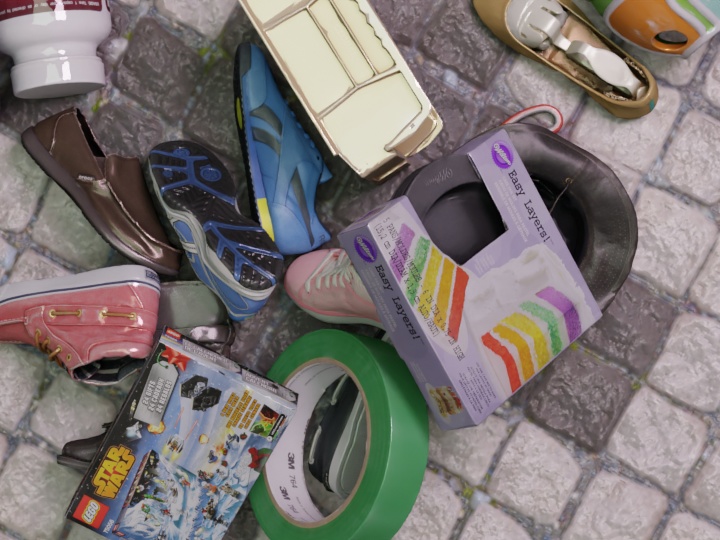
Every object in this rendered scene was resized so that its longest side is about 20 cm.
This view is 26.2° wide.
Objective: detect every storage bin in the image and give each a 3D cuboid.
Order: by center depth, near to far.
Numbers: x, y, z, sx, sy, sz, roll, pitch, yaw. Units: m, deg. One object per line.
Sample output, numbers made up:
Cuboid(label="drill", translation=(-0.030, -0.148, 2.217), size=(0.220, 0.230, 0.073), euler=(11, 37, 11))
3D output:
Cuboid(label="storage bin", translation=(-0.012, -0.182, 1.366), size=(0.093, 0.200, 0.199), euler=(-32, 88, 5))

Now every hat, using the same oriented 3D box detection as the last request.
Cuboid(label="hat", translation=(0.146, -0.035, 1.412), size=(0.199, 0.081, 0.202), euler=(0, 95, -6))

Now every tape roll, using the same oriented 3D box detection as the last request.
Cuboid(label="tape roll", translation=(-0.024, 0.155, 1.371), size=(0.200, 0.048, 0.202), euler=(-16, 68, 46))

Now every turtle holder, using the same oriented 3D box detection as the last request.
Cuboid(label="turtle holder", translation=(0.285, -0.269, 1.387), size=(0.132, 0.185, 0.141), euler=(49, 126, 3))

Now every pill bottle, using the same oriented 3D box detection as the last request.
Cuboid(label="pill bottle", translation=(-0.291, -0.265, 1.430), size=(0.112, 0.113, 0.201), euler=(-8, 89, 4))

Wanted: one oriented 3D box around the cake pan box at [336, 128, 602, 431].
Cuboid(label="cake pan box", translation=(0.094, 0.002, 1.300), size=(0.184, 0.052, 0.201), euler=(-34, 101, -37))

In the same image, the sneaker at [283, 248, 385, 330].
Cuboid(label="sneaker", translation=(0.000, 0.000, 1.379), size=(0.200, 0.105, 0.075), euler=(19, 61, 38))

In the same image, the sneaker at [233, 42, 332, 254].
Cuboid(label="sneaker", translation=(-0.072, -0.115, 1.445), size=(0.078, 0.066, 0.201), euler=(-10, 90, -8))

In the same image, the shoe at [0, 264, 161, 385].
Cuboid(label="shoe", translation=(-0.276, 0.060, 1.425), size=(0.199, 0.071, 0.092), euler=(-11, 63, 19))

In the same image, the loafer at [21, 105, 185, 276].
Cuboid(label="loafer", translation=(-0.230, -0.077, 1.445), size=(0.071, 0.073, 0.200), euler=(-44, 86, 3))

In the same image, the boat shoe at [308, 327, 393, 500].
Cuboid(label="boat shoe", translation=(0.008, 0.110, 1.434), size=(0.060, 0.075, 0.201), euler=(24, 85, 48))

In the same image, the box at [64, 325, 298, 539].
Cuboid(label="box", translation=(-0.161, 0.166, 1.386), size=(0.136, 0.040, 0.201), euler=(28, 109, -9))

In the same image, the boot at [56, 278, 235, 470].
Cuboid(label="boot", translation=(-0.197, 0.095, 1.458), size=(0.199, 0.069, 0.175), euler=(-10, 84, 0))

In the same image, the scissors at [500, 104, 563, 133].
Cuboid(label="scissors", translation=(0.106, -0.087, 1.454), size=(0.199, 0.014, 0.073), euler=(-26, 91, 5))

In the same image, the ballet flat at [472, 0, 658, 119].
Cuboid(label="ballet flat", translation=(0.191, -0.212, 1.419), size=(0.199, 0.063, 0.069), euler=(34, 92, 4))

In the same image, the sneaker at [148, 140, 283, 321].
Cuboid(label="sneaker", translation=(-0.144, -0.038, 1.426), size=(0.075, 0.077, 0.200), euler=(-14, 56, -28))
